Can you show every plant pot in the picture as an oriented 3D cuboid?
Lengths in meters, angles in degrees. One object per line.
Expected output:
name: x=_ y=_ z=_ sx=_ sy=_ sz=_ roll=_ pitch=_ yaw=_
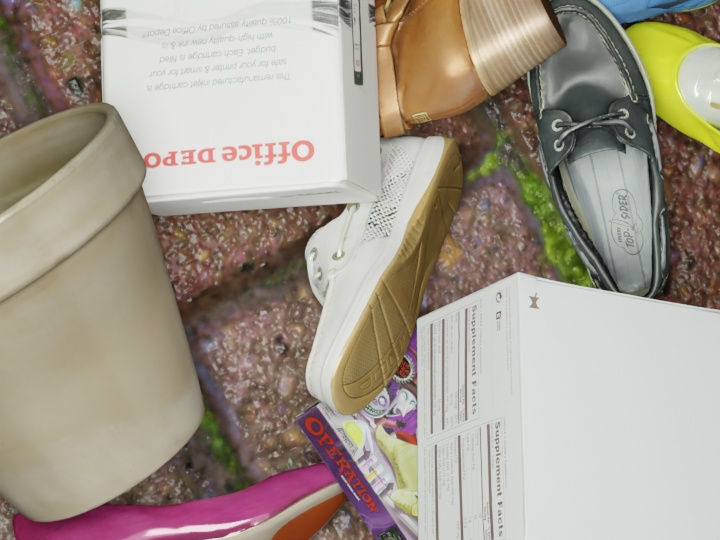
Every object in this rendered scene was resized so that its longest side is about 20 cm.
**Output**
plant pot: x=-0.176 y=0.033 z=1.335 sx=0.200 sy=0.200 sz=0.174 roll=-35 pitch=109 yaw=-17

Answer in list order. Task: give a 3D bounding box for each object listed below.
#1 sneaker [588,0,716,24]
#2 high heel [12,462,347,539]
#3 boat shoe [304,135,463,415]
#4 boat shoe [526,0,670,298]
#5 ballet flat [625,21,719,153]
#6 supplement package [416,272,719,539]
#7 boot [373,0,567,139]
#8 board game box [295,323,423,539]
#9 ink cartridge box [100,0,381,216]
sneaker: x=0.146 y=-0.180 z=1.508 sx=0.199 sy=0.078 sz=0.066 roll=-17 pitch=78 yaw=-10
high heel: x=-0.098 y=0.135 z=1.419 sx=0.199 sy=0.068 sz=0.096 roll=-24 pitch=60 yaw=-31
boat shoe: x=0.000 y=0.000 z=1.440 sx=0.069 sy=0.071 sz=0.200 roll=9 pitch=49 yaw=19
boat shoe: x=0.144 y=-0.068 z=1.478 sx=0.074 sy=0.066 sz=0.200 roll=-8 pitch=104 yaw=6
ballet flat: x=0.251 y=-0.095 z=1.539 sx=0.200 sy=0.067 sz=0.067 roll=38 pitch=71 yaw=-7
supplement package: x=0.144 y=0.103 z=1.423 sx=0.199 sy=0.111 sz=0.157 roll=10 pitch=69 yaw=-29
boot: x=0.024 y=-0.174 z=1.483 sx=0.154 sy=0.074 sz=0.201 roll=-27 pitch=52 yaw=12
board game box: x=0.059 y=0.137 z=1.451 sx=0.200 sy=0.032 sz=0.120 roll=55 pitch=44 yaw=-3
ink cartridge box: x=-0.069 y=-0.136 z=1.418 sx=0.145 sy=0.084 sz=0.201 roll=-3 pitch=84 yaw=16
